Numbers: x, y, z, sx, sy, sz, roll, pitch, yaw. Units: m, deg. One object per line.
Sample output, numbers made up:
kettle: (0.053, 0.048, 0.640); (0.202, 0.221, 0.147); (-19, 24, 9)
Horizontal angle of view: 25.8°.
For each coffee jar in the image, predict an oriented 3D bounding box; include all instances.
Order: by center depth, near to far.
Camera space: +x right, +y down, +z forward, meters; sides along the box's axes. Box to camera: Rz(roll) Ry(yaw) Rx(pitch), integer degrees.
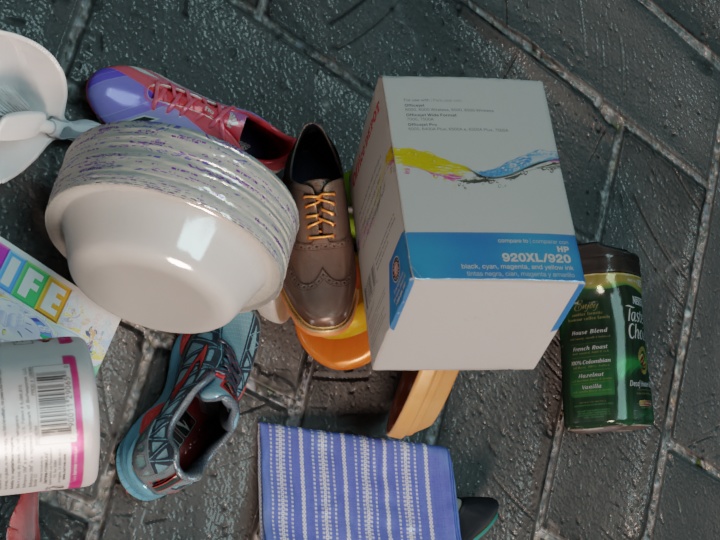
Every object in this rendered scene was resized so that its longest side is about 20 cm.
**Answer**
coffee jar: (0.258, 0.071, 1.677); (0.104, 0.085, 0.201); (9, 74, -59)

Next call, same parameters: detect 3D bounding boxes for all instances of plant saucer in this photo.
plant saucer: (0.076, 0.065, 1.462); (0.037, 0.200, 0.201); (20, 65, -2)

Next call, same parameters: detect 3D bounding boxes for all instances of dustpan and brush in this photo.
dustpan and brush: (-0.267, -0.121, 1.272); (0.057, 0.140, 0.200); (31, 13, 10)

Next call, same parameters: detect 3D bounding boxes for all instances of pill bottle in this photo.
pill bottle: (-0.297, 0.111, 1.150); (0.199, 0.113, 0.114); (-3, 83, -17)

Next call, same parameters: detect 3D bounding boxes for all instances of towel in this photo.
towel: (0.002, 0.214, 1.428); (0.199, 0.024, 0.145); (10, 58, -24)

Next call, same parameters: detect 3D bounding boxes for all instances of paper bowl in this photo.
paper bowl: (-0.156, -0.023, 1.268); (0.200, 0.200, 0.105); (32, 57, -31)

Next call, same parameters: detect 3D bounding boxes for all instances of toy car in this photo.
toy car: (0.000, 0.000, 1.446); (0.150, 0.174, 0.201); (78, 26, -52)

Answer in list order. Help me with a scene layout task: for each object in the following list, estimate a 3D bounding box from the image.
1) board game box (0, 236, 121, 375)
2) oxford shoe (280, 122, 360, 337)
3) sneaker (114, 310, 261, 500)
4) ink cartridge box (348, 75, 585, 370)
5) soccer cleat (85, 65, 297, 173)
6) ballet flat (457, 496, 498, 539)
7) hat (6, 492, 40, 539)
board game box: (-0.299, 0.045, 1.247); (0.200, 0.034, 0.135); (36, 60, -30)
oxford shoe: (-0.040, -0.036, 1.335); (0.071, 0.073, 0.201); (-6, 54, -4)
sneaker: (-0.124, 0.110, 1.342); (0.079, 0.095, 0.201); (42, 57, -27)
ink cartridge box: (0.081, -0.039, 1.292); (0.144, 0.147, 0.201); (0, 58, -13)
soccer cleat: (-0.145, -0.134, 1.386); (0.200, 0.076, 0.067); (24, 66, -35)
ballet flat: (0.058, 0.258, 1.488); (0.200, 0.073, 0.073); (-40, 107, -36)
hat: (-0.221, 0.269, 1.191); (0.176, 0.165, 0.201); (-49, 141, -45)
